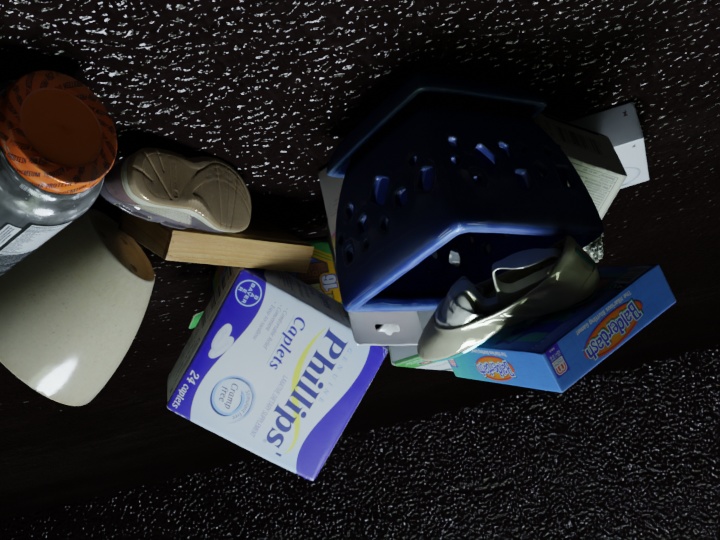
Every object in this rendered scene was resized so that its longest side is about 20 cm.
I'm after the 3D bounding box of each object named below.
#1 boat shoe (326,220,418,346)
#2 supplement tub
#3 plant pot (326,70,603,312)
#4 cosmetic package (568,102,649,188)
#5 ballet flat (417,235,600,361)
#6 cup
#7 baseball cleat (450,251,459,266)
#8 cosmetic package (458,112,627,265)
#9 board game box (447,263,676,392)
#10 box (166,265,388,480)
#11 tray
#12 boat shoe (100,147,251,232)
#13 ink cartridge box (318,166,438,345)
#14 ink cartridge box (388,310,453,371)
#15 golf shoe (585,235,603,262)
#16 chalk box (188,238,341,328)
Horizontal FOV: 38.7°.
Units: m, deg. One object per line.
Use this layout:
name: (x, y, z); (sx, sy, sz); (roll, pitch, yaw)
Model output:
boat shoe: (0.000, 0.000, 1.200); (0.072, 0.202, 0.065); (-36, 147, 23)
supplement tub: (-0.293, -0.076, 0.848); (0.122, 0.124, 0.199); (5, 156, -45)
plant pot: (0.088, -0.078, 1.009); (0.198, 0.182, 0.200); (1, 156, -36)
cosmetic package: (0.237, -0.122, 1.217); (0.198, 0.052, 0.151); (-17, 160, 15)
ballet flat: (0.126, 0.023, 0.965); (0.198, 0.070, 0.069); (-26, 160, 24)
cup: (-0.304, 0.019, 1.090); (0.143, 0.201, 0.200); (-41, 158, 7)
baseball cleat: (0.139, -0.027, 1.255); (0.198, 0.070, 0.106); (23, 137, -20)
cosmetic package: (0.194, -0.059, 1.128); (0.102, 0.088, 0.201); (16, 123, -15)
board game box: (0.185, 0.052, 1.001); (0.151, 0.045, 0.200); (-34, -169, -19)
box: (-0.098, 0.109, 1.195); (0.198, 0.185, 0.105); (28, -173, -15)
tray: (-0.156, -0.037, 1.139); (0.199, 0.037, 0.098); (7, -164, -47)
boat shoe: (-0.182, -0.078, 1.030); (0.064, 0.073, 0.199); (-5, 174, 27)
ink cartridge box: (0.033, -0.023, 1.121); (0.116, 0.203, 0.067); (3, 158, -43)
ink cartridge box: (0.146, 0.072, 1.319); (0.145, 0.084, 0.199); (-21, 161, 33)
golf shoe: (0.275, -0.057, 1.455); (0.096, 0.079, 0.199); (-3, 167, 40)
chalk box: (-0.129, 0.043, 1.362); (0.197, 0.126, 0.125); (-5, 163, -19)
